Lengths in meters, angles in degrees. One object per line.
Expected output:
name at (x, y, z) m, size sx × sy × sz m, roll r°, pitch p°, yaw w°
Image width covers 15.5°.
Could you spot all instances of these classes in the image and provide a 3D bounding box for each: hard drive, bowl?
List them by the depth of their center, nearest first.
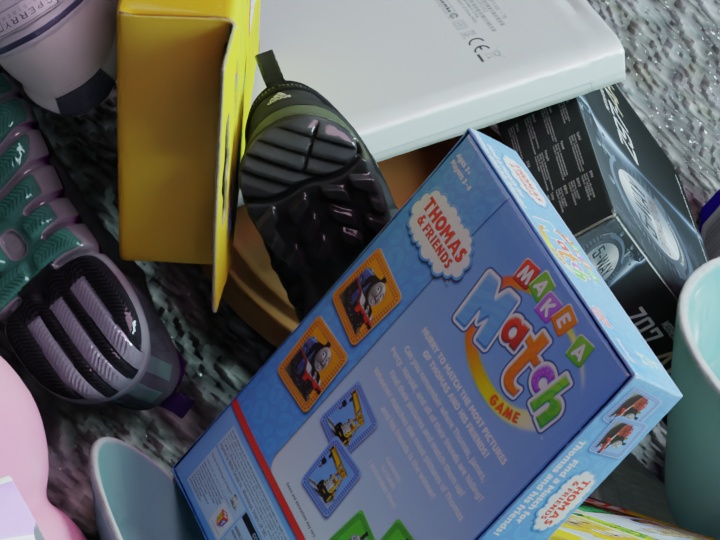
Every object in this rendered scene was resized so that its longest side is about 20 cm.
bowl at (0.216, 0.091, 1.178) m, size 0.200 × 0.105 × 0.201 m, roll 16°, pitch 29°, yaw -9°
hard drive at (0.008, -0.102, 1.257) m, size 0.199 × 0.026 × 0.132 m, roll -19°, pitch 41°, yaw -11°

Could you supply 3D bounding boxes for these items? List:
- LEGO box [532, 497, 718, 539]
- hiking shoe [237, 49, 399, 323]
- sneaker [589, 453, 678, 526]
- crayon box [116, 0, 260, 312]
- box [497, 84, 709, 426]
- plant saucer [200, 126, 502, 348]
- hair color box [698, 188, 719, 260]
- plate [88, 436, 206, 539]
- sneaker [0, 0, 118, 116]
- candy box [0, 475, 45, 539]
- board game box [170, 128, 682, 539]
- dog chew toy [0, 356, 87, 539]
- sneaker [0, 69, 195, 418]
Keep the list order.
LEGO box at (0.086, 0.139, 1.092) m, size 0.149 × 0.200 × 0.077 m, roll 11°, pitch 92°, yaw -42°
hiking shoe at (0.000, 0.000, 1.156) m, size 0.101 × 0.075 × 0.201 m, roll -98°, pitch 172°, yaw -58°
sneaker at (0.104, 0.107, 1.249) m, size 0.200 × 0.073 × 0.072 m, roll 42°, pitch 45°, yaw 18°
crayon box at (-0.073, -0.092, 1.128) m, size 0.051 × 0.127 × 0.200 m, roll 4°, pitch 37°, yaw 0°
box at (0.123, -0.029, 1.297) m, size 0.160 × 0.043 × 0.200 m, roll 50°, pitch 18°, yaw -36°
plant saucer at (0.014, -0.026, 1.266) m, size 0.199 × 0.038 × 0.201 m, roll 13°, pitch 45°, yaw -13°
hair color box at (0.272, 0.034, 1.421) m, size 0.200 × 0.065 × 0.109 m, roll 33°, pitch 38°, yaw -9°
plate at (-0.055, 0.154, 1.050) m, size 0.200 × 0.026 × 0.200 m, roll 55°, pitch 5°, yaw -7°
sneaker at (-0.134, -0.114, 1.202) m, size 0.071 × 0.073 × 0.200 m, roll 62°, pitch 11°, yaw -14°
candy box at (-0.204, 0.163, 0.866) m, size 0.167 × 0.200 × 0.072 m, roll -16°, pitch 69°, yaw -44°
board game box at (0.020, 0.065, 1.049) m, size 0.037 × 0.200 × 0.151 m, roll 23°, pitch 26°, yaw -41°
dog chew toy at (-0.156, 0.120, 1.000) m, size 0.124 × 0.124 × 0.200 m, roll -25°, pitch 83°, yaw -45°
sneaker at (-0.145, -0.013, 1.164) m, size 0.200 × 0.074 × 0.088 m, roll 57°, pitch 9°, yaw 26°
